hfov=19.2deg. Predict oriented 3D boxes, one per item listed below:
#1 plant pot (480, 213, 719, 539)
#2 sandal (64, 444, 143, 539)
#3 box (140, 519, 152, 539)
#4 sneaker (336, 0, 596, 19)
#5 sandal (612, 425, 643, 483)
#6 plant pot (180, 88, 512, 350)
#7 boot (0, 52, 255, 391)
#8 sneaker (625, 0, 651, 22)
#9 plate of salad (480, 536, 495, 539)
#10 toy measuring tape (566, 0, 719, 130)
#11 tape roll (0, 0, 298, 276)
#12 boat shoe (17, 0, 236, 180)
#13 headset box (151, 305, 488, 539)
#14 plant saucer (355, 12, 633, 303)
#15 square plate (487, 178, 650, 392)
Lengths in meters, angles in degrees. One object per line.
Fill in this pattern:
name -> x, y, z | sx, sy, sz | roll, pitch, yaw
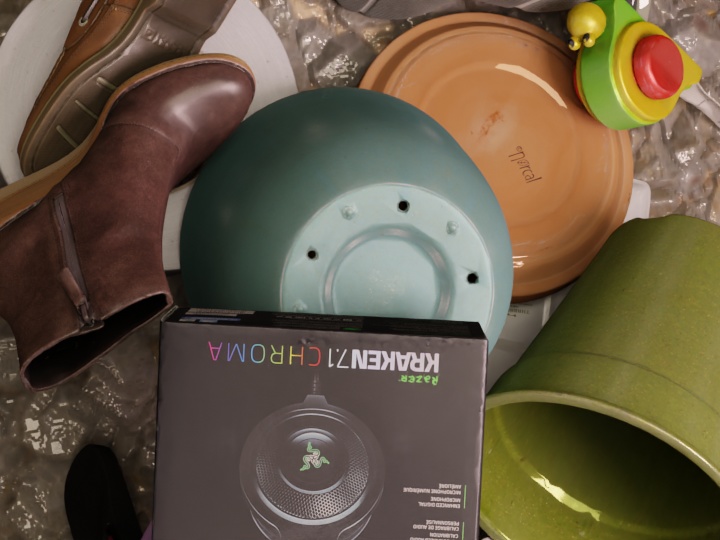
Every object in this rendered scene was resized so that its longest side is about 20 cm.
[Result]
plant pot -> 0.176, 0.073, 1.310 | 0.199, 0.200, 0.191 | 35, 54, -8
sandal -> -0.154, 0.192, 1.287 | 0.045, 0.075, 0.201 | 8, 42, -38
box -> -0.063, 0.184, 1.216 | 0.136, 0.039, 0.201 | 21, 63, 13
sneaker -> 0.081, -0.213, 1.386 | 0.198, 0.070, 0.081 | 1, 76, 14
sandal -> 0.254, 0.119, 1.408 | 0.199, 0.057, 0.081 | -9, 92, -20
plant pot -> 0.000, 0.000, 1.261 | 0.199, 0.161, 0.202 | -2, 101, -10
boot -> -0.126, -0.028, 1.216 | 0.199, 0.167, 0.073 | -33, 130, 1
sneaker -> 0.128, -0.246, 1.431 | 0.105, 0.075, 0.202 | -11, 81, -8
plate of salad -> 0.095, 0.267, 1.324 | 0.048, 0.200, 0.202 | -6, 87, 20
toy measuring tape -> 0.199, -0.108, 1.407 | 0.200, 0.073, 0.074 | 38, 78, -34
tape roll -> -0.140, -0.096, 1.356 | 0.198, 0.066, 0.202 | 1, 86, -14
boat shoe -> -0.142, -0.137, 1.293 | 0.200, 0.068, 0.072 | -49, 133, 5
headset box -> -0.024, 0.126, 1.130 | 0.172, 0.093, 0.202 | 4, 95, 1
plant saucer -> 0.088, -0.078, 1.400 | 0.199, 0.032, 0.202 | 4, 72, -14
square plate -> 0.095, 0.023, 1.419 | 0.198, 0.028, 0.200 | 8, 85, -12
